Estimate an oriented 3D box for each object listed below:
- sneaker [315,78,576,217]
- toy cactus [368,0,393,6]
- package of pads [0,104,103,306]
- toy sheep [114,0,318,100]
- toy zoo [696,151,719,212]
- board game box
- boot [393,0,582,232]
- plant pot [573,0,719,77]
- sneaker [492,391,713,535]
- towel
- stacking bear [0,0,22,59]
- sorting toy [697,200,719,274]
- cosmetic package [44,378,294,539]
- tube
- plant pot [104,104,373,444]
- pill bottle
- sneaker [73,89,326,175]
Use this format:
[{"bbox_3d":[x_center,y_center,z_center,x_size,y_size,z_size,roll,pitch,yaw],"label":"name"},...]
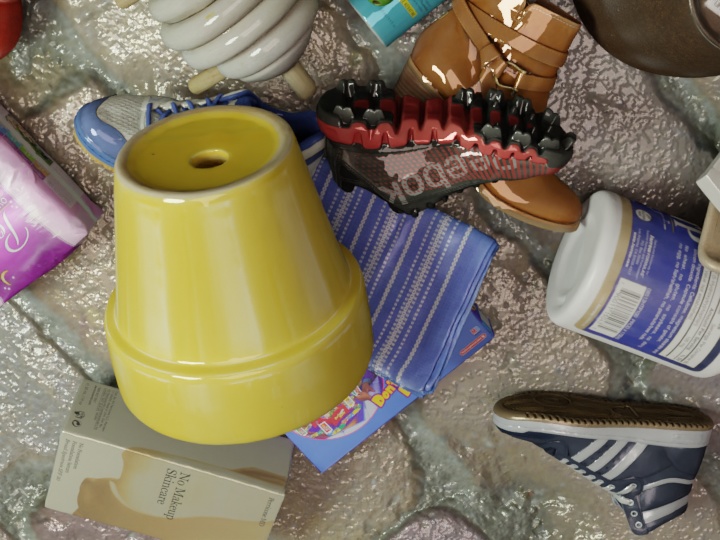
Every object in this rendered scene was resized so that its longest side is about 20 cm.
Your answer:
[{"bbox_3d":[0.064,-0.089,0.982,0.199,0.071,0.098,5,126,4],"label":"sneaker"},{"bbox_3d":[-0.012,-0.303,0.952,0.164,0.102,0.201,3,114,34],"label":"toy cactus"},{"bbox_3d":[-0.324,-0.073,1.041,0.120,0.076,0.200,-38,105,14],"label":"package of pads"},{"bbox_3d":[-0.101,-0.209,0.973,0.138,0.138,0.200,-37,119,11],"label":"toy sheep"},{"bbox_3d":[0.354,-0.078,1.000,0.131,0.020,0.200,40,73,-1],"label":"toy zoo"},{"bbox_3d":[-0.002,0.064,1.107,0.200,0.045,0.135,-39,105,11],"label":"board game box"},{"bbox_3d":[0.132,-0.135,1.019,0.199,0.074,0.155,34,112,-7],"label":"boot"},{"bbox_3d":[0.262,-0.219,0.932,0.185,0.200,0.188,0,110,-1],"label":"plant pot"},{"bbox_3d":[0.211,0.173,1.134,0.198,0.070,0.109,6,107,-6],"label":"sneaker"},{"bbox_3d":[0.000,0.000,1.045,0.199,0.024,0.146,26,94,16],"label":"towel"},{"bbox_3d":[-0.283,-0.254,0.967,0.113,0.122,0.201,23,117,-1],"label":"stacking bear"},{"bbox_3d":[0.375,-0.062,1.032,0.184,0.036,0.201,19,74,-7],"label":"sorting toy"},{"bbox_3d":[-0.167,0.180,1.118,0.199,0.071,0.106,16,126,-5],"label":"cosmetic package"},{"bbox_3d":[0.079,-0.261,1.001,0.200,0.050,0.077,-41,120,7],"label":"tube"},{"bbox_3d":[-0.098,-0.007,0.928,0.199,0.201,0.190,-6,125,1],"label":"plant pot"},{"bbox_3d":[0.268,0.021,1.057,0.199,0.120,0.120,21,108,-8],"label":"pill bottle"},{"bbox_3d":[-0.120,-0.115,0.990,0.199,0.076,0.088,6,150,-26],"label":"sneaker"}]
